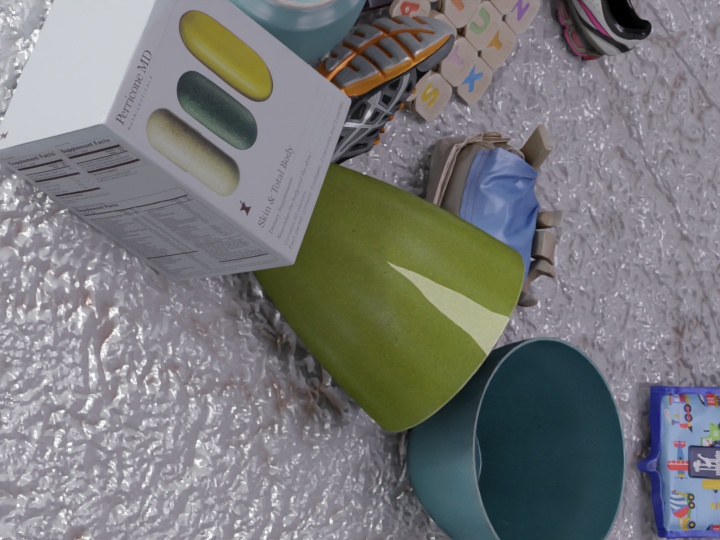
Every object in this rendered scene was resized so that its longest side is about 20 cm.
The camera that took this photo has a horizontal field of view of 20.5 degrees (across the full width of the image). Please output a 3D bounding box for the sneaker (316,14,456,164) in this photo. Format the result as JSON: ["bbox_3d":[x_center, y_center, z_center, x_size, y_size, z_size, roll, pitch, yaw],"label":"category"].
[{"bbox_3d":[-0.001,-0.143,1.684,0.199,0.078,0.077,-35,127,-5],"label":"sneaker"}]

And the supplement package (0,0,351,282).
[{"bbox_3d":[-0.142,-0.110,1.516,0.200,0.150,0.153,36,61,-35],"label":"supplement package"}]

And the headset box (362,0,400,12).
[{"bbox_3d":[0.021,-0.309,1.754,0.199,0.075,0.150,-19,99,-44],"label":"headset box"}]

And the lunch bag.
[{"bbox_3d":[0.360,0.194,2.021,0.199,0.094,0.152,3,83,-31],"label":"lunch bag"}]

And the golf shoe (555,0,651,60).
[{"bbox_3d":[0.216,-0.302,1.932,0.073,0.092,0.201,-47,115,-36],"label":"golf shoe"}]

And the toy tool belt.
[{"bbox_3d":[0.120,-0.026,1.778,0.124,0.122,0.202,14,75,-42],"label":"toy tool belt"}]

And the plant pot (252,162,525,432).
[{"bbox_3d":[0.000,0.000,1.641,0.200,0.187,0.188,37,59,-17],"label":"plant pot"}]

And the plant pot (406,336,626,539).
[{"bbox_3d":[0.119,0.164,1.743,0.199,0.134,0.202,8,79,-43],"label":"plant pot"}]

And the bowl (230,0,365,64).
[{"bbox_3d":[-0.064,-0.261,1.598,0.199,0.105,0.202,-1,93,-22],"label":"bowl"}]

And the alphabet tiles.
[{"bbox_3d":[0.098,-0.231,1.782,0.201,0.015,0.196,-55,147,-2],"label":"alphabet tiles"}]
